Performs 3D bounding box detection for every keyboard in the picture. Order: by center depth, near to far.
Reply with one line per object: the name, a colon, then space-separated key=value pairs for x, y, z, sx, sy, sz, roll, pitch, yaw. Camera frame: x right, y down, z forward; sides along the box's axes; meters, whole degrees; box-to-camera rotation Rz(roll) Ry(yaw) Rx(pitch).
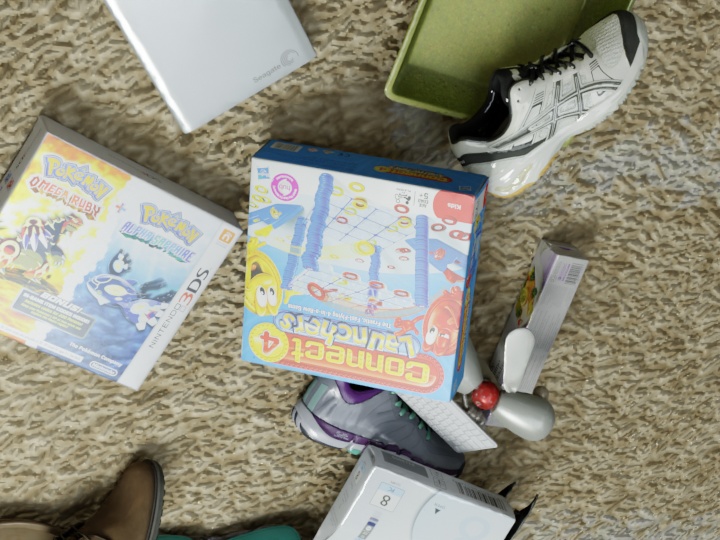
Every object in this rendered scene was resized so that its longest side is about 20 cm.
keyboard: x=0.052 y=0.110 z=1.311 sx=0.200 sy=0.056 sz=0.011 roll=45 pitch=58 yaw=-24

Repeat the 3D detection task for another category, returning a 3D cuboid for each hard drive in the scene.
hard drive: x=-0.135 y=-0.225 z=1.111 sx=0.132 sy=0.027 sz=0.200 roll=-31 pitch=124 yaw=-3

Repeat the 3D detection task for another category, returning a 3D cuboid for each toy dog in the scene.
toy dog: x=0.104 y=0.073 z=1.317 sx=0.200 sy=0.132 sz=0.096 roll=46 pitch=58 yaw=-25

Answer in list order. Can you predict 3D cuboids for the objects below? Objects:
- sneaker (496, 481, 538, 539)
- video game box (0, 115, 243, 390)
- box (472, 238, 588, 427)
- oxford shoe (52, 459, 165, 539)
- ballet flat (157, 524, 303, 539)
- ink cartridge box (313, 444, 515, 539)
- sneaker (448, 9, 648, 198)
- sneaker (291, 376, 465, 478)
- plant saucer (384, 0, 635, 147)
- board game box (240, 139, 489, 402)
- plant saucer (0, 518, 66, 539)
sneaker: x=0.115 y=0.306 z=1.471 sx=0.060 sy=0.104 sz=0.200 roll=33 pitch=142 yaw=-2
video game box: x=-0.231 y=-0.009 z=1.181 sx=0.200 sy=0.047 sz=0.182 roll=27 pitch=103 yaw=-31
box: x=0.169 y=0.065 z=1.382 sx=0.041 sy=0.039 sz=0.200 roll=9 pitch=113 yaw=-24
oxford shoe: x=-0.249 y=0.261 z=1.276 sx=0.084 sy=0.073 sz=0.200 roll=36 pitch=76 yaw=-37
ballet flat: x=-0.155 y=0.300 z=1.370 sx=0.200 sy=0.072 sz=0.072 roll=-3 pitch=118 yaw=-19
ink cartridge box: x=0.034 y=0.286 z=1.350 sx=0.160 sy=0.047 sz=0.200 roll=23 pitch=106 yaw=-19
sneaker: x=0.160 y=-0.154 z=1.179 sx=0.200 sy=0.076 sz=0.088 roll=-48 pitch=124 yaw=7
sneaker: x=0.034 y=0.146 z=1.355 sx=0.200 sy=0.074 sz=0.088 roll=21 pitch=103 yaw=-29
plant saucer: x=0.133 y=-0.227 z=1.203 sx=0.200 sy=0.048 sz=0.200 roll=12 pitch=112 yaw=-27
board game box: x=0.000 y=0.000 z=1.203 sx=0.200 sy=0.056 sz=0.196 roll=10 pitch=114 yaw=12
plant saucer: x=-0.347 y=0.317 z=1.323 sx=0.200 sy=0.029 sz=0.200 roll=-9 pitch=120 yaw=-16
